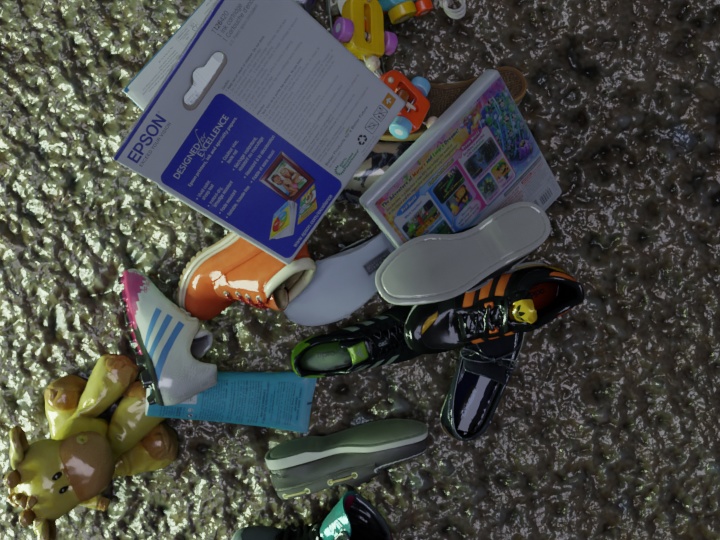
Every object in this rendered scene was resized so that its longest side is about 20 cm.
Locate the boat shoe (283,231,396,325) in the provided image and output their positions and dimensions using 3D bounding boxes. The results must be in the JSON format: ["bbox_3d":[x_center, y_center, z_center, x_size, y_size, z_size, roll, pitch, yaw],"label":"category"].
[{"bbox_3d":[-0.001,-0.003,0.786,0.198,0.068,0.074,-37,90,-3],"label":"boat shoe"}]

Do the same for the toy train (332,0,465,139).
[{"bbox_3d":[0.038,-0.244,0.725,0.149,0.055,0.202,33,65,-27],"label":"toy train"}]

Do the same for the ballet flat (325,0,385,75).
[{"bbox_3d":[-0.006,-0.248,0.770,0.066,0.064,0.203,-11,94,-1],"label":"ballet flat"}]

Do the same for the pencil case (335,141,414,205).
[{"bbox_3d":[-0.001,-0.108,0.775,0.197,0.090,0.079,2,66,1],"label":"pencil case"}]

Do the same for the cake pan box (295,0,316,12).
[{"bbox_3d":[-0.099,-0.427,0.768,0.199,0.052,0.185,33,92,-1],"label":"cake pan box"}]

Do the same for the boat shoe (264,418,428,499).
[{"bbox_3d":[-0.012,0.226,0.803,0.198,0.072,0.061,-13,98,9],"label":"boat shoe"}]

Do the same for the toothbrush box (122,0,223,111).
[{"bbox_3d":[-0.140,-0.195,0.709,0.085,0.200,0.146,44,93,-4],"label":"toothbrush box"}]

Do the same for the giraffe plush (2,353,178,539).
[{"bbox_3d":[-0.321,0.208,0.758,0.200,0.162,0.173,-43,92,3],"label":"giraffe plush"}]

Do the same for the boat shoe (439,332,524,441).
[{"bbox_3d":[0.148,0.110,0.794,0.074,0.062,0.202,20,92,0],"label":"boat shoe"}]

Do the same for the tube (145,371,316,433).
[{"bbox_3d":[-0.150,0.150,0.795,0.197,0.050,0.079,8,99,-20],"label":"tube"}]

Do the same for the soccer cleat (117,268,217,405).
[{"bbox_3d":[-0.218,0.069,0.765,0.085,0.201,0.070,-14,137,-21],"label":"soccer cleat"}]

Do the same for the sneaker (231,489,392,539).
[{"bbox_3d":[-0.048,0.310,0.785,0.197,0.084,0.122,14,115,-7],"label":"sneaker"}]

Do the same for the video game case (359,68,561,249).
[{"bbox_3d":[0.118,-0.083,0.742,0.200,0.024,0.182,-45,123,-6],"label":"video game case"}]

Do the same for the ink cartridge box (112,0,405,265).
[{"bbox_3d":[-0.086,-0.133,0.613,0.199,0.047,0.198,33,99,-33],"label":"ink cartridge box"}]

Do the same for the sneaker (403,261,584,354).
[{"bbox_3d":[0.144,0.040,0.723,0.198,0.090,0.071,-18,100,-13],"label":"sneaker"}]

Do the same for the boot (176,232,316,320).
[{"bbox_3d":[-0.130,0.015,0.751,0.200,0.075,0.108,-41,65,28],"label":"boot"}]

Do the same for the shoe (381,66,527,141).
[{"bbox_3d":[0.091,-0.180,0.766,0.197,0.053,0.071,-12,75,-5],"label":"shoe"}]

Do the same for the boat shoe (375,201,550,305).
[{"bbox_3d":[0.106,-0.011,0.713,0.198,0.060,0.074,-27,74,-13],"label":"boat shoe"}]

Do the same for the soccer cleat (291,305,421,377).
[{"bbox_3d":[0.014,0.087,0.784,0.197,0.081,0.068,-17,94,2],"label":"soccer cleat"}]
